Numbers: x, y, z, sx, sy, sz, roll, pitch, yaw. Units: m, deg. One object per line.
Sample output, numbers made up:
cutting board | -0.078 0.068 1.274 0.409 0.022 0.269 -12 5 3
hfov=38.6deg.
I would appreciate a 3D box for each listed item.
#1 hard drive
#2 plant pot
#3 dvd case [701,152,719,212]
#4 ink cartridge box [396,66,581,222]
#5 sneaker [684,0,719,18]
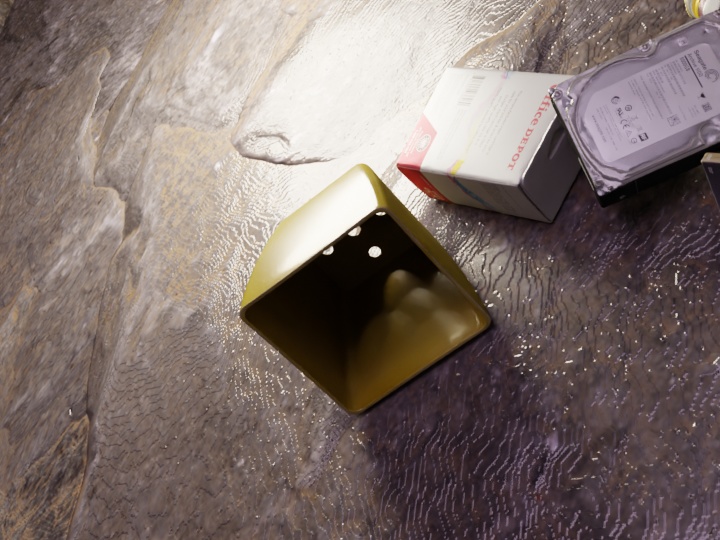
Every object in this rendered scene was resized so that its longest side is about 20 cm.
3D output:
hard drive | 0.307 -0.166 1.041 0.198 0.038 0.141 -23 64 9
plant pot | 0.000 0.000 1.157 0.199 0.200 0.177 -35 31 18
dvd case | 0.390 -0.032 0.838 0.199 0.149 0.016 11 55 46
ink cartridge box | 0.158 -0.149 1.191 0.199 0.086 0.148 18 74 46
sneaker | 0.440 -0.333 1.086 0.201 0.075 0.090 -52 48 9
